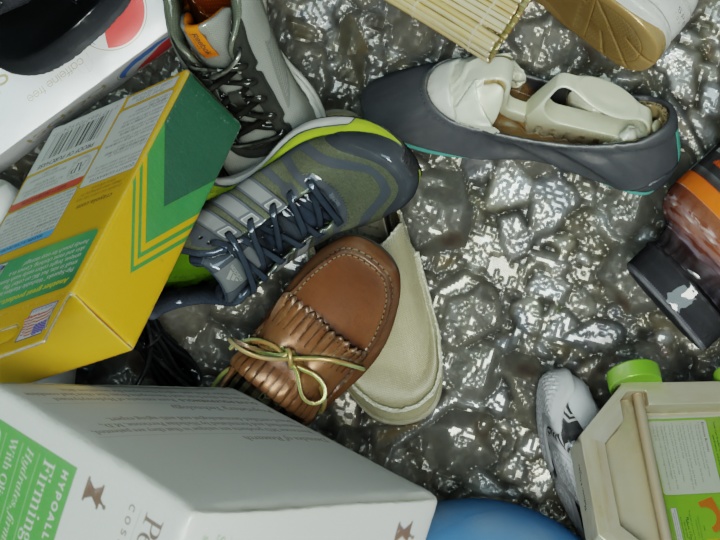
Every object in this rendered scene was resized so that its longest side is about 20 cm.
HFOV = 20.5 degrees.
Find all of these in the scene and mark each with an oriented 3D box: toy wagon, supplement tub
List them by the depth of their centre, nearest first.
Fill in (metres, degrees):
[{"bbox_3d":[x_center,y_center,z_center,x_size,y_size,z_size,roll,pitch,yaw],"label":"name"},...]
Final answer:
[{"bbox_3d":[0.225,0.128,1.165,0.199,0.040,0.156,0,61,-14],"label":"toy wagon"},{"bbox_3d":[0.255,-0.044,1.192,0.200,0.107,0.107,-41,91,2],"label":"supplement tub"}]

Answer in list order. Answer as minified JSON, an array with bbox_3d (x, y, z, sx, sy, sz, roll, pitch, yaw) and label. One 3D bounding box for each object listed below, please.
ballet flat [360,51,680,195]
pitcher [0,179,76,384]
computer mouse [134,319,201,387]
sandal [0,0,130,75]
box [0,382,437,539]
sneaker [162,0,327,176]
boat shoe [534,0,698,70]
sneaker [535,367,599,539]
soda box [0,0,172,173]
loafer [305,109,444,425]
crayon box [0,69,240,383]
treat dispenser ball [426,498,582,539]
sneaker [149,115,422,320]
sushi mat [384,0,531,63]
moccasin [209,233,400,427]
[{"bbox_3d":[0.101,-0.100,1.209,0.199,0.073,0.073,14,93,-1],"label":"ballet flat"},{"bbox_3d":[-0.248,0.058,1.206,0.171,0.121,0.201,-13,103,4],"label":"pitcher"},{"bbox_3d":[-0.149,0.097,1.155,0.046,0.141,0.201,1,50,31],"label":"computer mouse"},{"bbox_3d":[-0.211,-0.160,1.163,0.076,0.200,0.043,-55,132,-19],"label":"sandal"},{"bbox_3d":[-0.102,0.179,1.047,0.171,0.200,0.200,24,102,37],"label":"box"},{"bbox_3d":[-0.075,-0.116,1.147,0.074,0.079,0.201,-12,109,19],"label":"sneaker"},{"bbox_3d":[0.118,-0.206,1.214,0.200,0.071,0.069,41,66,7],"label":"boat shoe"},{"bbox_3d":[0.188,0.139,1.220,0.114,0.075,0.201,-23,85,-8],"label":"sneaker"},{"bbox_3d":[-0.173,-0.137,1.216,0.200,0.068,0.064,-36,90,2],"label":"soda box"},{"bbox_3d":[0.000,0.000,1.218,0.075,0.068,0.201,-18,92,2],"label":"loafer"},{"bbox_3d":[-0.156,-0.009,1.100,0.125,0.201,0.052,-17,127,41],"label":"crayon box"},{"bbox_3d":[0.067,0.235,1.160,0.200,0.201,0.202,0,92,1],"label":"treat dispenser ball"},{"bbox_3d":[-0.053,-0.021,1.125,0.199,0.081,0.074,-23,122,27],"label":"sneaker"},{"bbox_3d":[0.021,-0.212,1.195,0.200,0.012,0.096,33,107,19],"label":"sushi mat"},{"bbox_3d":[-0.046,0.059,1.180,0.074,0.078,0.201,44,120,-2],"label":"moccasin"}]
